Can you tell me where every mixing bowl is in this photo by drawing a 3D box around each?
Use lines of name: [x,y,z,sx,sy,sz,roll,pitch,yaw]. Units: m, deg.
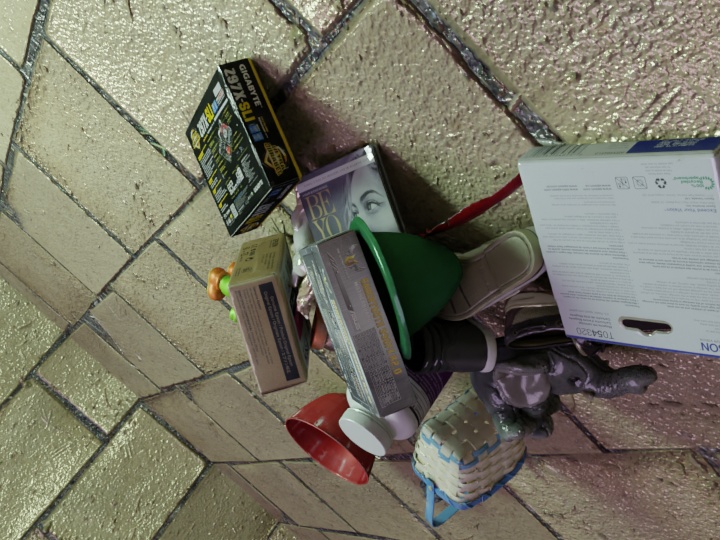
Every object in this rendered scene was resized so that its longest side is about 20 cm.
mixing bowl: [-0.039,0.312,1.632,0.198,0.109,0.201,29,152,17]

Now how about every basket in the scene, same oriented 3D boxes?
basket: [0.168,0.284,1.269,0.139,0.175,0.202,34,143,42]

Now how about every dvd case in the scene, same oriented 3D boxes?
dvd case: [-0.001,-0.036,1.020,0.148,0.016,0.203,-15,95,47]

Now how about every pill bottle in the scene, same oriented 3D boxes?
pill bottle: [0.056,0.152,1.159,0.111,0.201,0.113,29,153,17]

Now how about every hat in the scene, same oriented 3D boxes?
hat: [0.097,-0.009,0.922,0.200,0.174,0.168,-160,50,-78]

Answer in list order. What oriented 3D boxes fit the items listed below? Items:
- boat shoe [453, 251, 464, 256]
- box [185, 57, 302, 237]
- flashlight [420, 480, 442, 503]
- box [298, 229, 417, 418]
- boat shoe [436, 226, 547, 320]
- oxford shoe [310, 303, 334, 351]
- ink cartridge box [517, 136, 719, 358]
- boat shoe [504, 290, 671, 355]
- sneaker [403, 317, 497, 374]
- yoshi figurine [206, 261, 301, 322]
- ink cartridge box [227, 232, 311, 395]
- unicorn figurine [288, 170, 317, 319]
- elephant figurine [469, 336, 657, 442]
boat shoe: [0.091,0.010,1.045,0.199,0.060,0.073,-4,101,32]
box: [-0.153,-0.148,1.059,0.162,0.049,0.200,67,153,6]
flashlight: [0.161,0.390,1.551,0.067,0.068,0.201,32,152,5]
box: [-0.008,0.058,0.965,0.158,0.048,0.203,171,78,-78]
boat shoe: [0.146,0.005,0.932,0.199,0.068,0.076,-25,79,53]
oxford shoe: [-0.034,0.079,1.246,0.072,0.072,0.200,12,-166,-4]
ink cartridge box: [0.256,-0.021,0.771,0.195,0.043,0.202,6,126,47]
boat shoe: [0.245,0.060,0.894,0.198,0.066,0.073,-4,156,41]
sneaker: [0.082,0.080,1.028,0.098,0.072,0.200,3,-174,-17]
yoshi figurine: [-0.158,0.051,1.394,0.198,0.114,0.112,14,161,36]
ink cartridge box: [-0.127,0.056,1.213,0.200,0.074,0.167,-97,-8,-70]
unicorn figurine: [-0.078,-0.050,1.125,0.138,0.073,0.202,98,152,-59]
elephant figurine: [0.222,0.109,0.992,0.153,0.143,0.201,1,150,-17]
